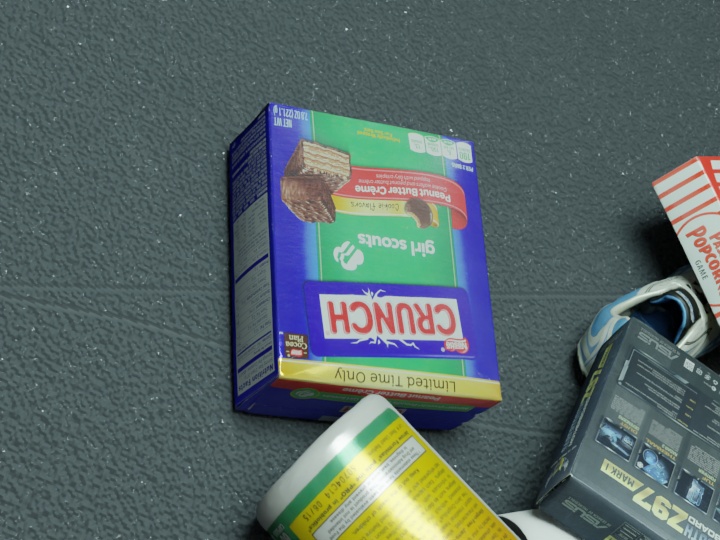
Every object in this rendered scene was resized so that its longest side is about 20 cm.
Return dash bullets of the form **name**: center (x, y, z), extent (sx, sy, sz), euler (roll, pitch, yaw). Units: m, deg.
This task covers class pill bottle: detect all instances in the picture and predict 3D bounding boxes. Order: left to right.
- **pill bottle**: center (0.039, 0.184, 0.907), extent (0.200, 0.113, 0.113), euler (45, 54, 7)

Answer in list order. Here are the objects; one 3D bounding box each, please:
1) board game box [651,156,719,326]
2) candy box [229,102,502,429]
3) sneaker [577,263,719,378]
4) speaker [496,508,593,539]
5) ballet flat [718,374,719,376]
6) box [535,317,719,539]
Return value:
- **board game box**: center (0.324, -0.015, 1.172), extent (0.199, 0.046, 0.152), euler (-7, 70, -53)
- **candy box**: center (0.000, 0.000, 1.008), extent (0.168, 0.077, 0.202), euler (8, 66, -26)
- **sneaker**: center (0.247, 0.035, 1.127), extent (0.199, 0.072, 0.072), euler (-25, 80, -41)
- **speaker**: center (0.177, 0.197, 1.013), extent (0.199, 0.081, 0.082), euler (-2, 69, -30)
- **ballet flat**: center (0.238, 0.119, 1.090), extent (0.199, 0.074, 0.075), euler (-22, 79, -34)
- **box**: center (0.232, 0.147, 0.990), extent (0.199, 0.051, 0.158), euler (33, 46, -2)
